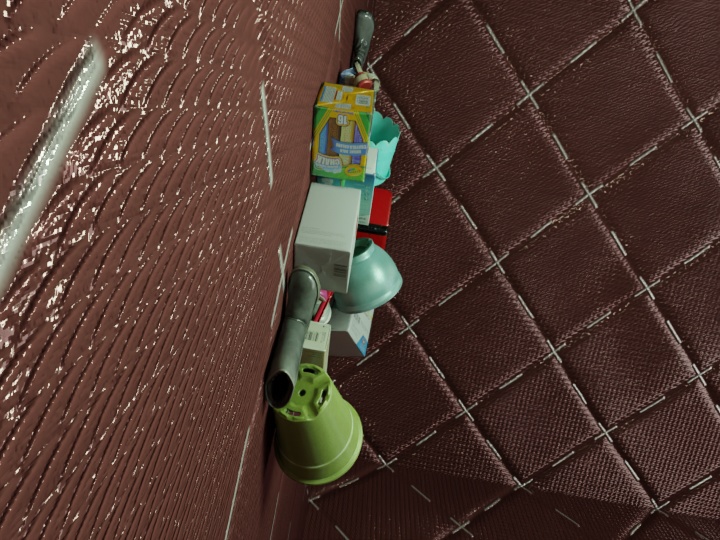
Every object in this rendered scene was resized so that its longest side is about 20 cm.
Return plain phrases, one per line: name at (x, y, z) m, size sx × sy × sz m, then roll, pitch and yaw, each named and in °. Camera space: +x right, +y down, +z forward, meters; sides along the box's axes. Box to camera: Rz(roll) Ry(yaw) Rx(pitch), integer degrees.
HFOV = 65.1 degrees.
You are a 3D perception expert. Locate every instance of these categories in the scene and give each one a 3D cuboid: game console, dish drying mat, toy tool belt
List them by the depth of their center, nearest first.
dish drying mat at (-0.116, 0.138, 1.391) m, size 0.077 × 0.018 × 0.205 m, roll -158°, pitch -87°, yaw -86°
toy tool belt at (-0.020, -0.512, 1.580) m, size 0.201 × 0.121 × 0.126 m, roll 106°, pitch -38°, yaw -70°
game console at (-0.018, -0.134, 1.592) m, size 0.121 × 0.193 × 0.176 m, roll -79°, pitch 178°, yaw -49°

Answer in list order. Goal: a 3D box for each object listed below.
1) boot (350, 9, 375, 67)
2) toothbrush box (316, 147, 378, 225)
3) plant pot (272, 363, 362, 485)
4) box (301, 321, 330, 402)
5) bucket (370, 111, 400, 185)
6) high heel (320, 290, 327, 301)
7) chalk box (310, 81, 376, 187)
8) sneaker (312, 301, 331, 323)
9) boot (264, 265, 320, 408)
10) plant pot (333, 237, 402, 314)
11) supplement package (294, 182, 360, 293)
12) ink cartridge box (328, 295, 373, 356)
boot at (0.003, -0.760, 1.909) m, size 0.201 × 0.067 × 0.136 m, roll 86°, pitch 16°, yaw -67°
toothbrush box at (-0.035, -0.215, 1.411) m, size 0.202 × 0.141 × 0.088 m, roll 96°, pitch 3°, yaw -57°
plant pot at (-0.101, 0.291, 1.136) m, size 0.193 × 0.192 × 0.204 m, roll 80°, pitch 14°, yaw -47°
box at (-0.121, 0.213, 1.281) m, size 0.079 × 0.091 × 0.205 m, roll -79°, pitch 177°, yaw -49°
bucket at (0.003, -0.329, 1.508) m, size 0.210 × 0.200 × 0.138 m, roll -81°, pitch -176°, yaw -53°
high heel at (-0.101, 0.018, 1.353) m, size 0.200 × 0.065 × 0.099 m, roll 177°, pitch -69°, yaw -85°
chalk box at (-0.040, -0.278, 1.222) m, size 0.127 × 0.119 × 0.205 m, roll -82°, pitch -179°, yaw -51°
sneaker at (-0.114, 0.050, 1.492) m, size 0.094 × 0.073 × 0.204 m, roll 88°, pitch 1°, yaw -46°
boot at (-0.128, 0.117, 1.032) m, size 0.202 × 0.070 × 0.187 m, roll -69°, pitch 167°, yaw -57°
plant pot at (0.000, 0.000, 1.503) m, size 0.202 × 0.194 × 0.137 m, roll -81°, pitch 151°, yaw -61°
supplement package at (-0.068, -0.073, 1.209) m, size 0.124 × 0.115 × 0.204 m, roll 97°, pitch 1°, yaw -46°
ink cartridge box at (-0.053, 0.126, 1.665) m, size 0.148 × 0.141 × 0.205 m, roll 59°, pitch 36°, yaw -48°
